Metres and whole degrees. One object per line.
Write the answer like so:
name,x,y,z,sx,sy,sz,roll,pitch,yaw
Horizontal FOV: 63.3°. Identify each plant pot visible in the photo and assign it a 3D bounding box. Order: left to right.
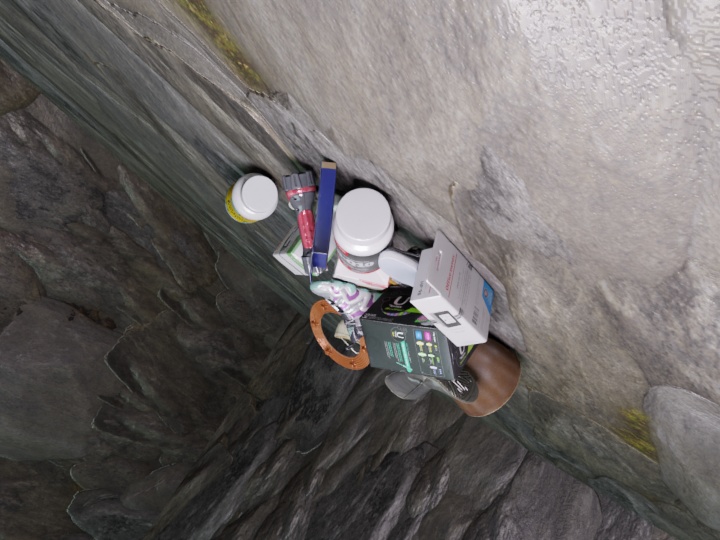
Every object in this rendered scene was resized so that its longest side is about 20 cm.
plant pot,0.241,0.211,1.377,0.200,0.188,0.187,40,167,-22

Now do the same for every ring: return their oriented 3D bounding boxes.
ring,-0.054,0.161,1.437,0.199,0.019,0.202,24,132,30

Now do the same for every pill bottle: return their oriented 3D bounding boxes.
pill bottle,-0.264,-0.176,1.427,0.113,0.113,0.200,38,168,-17
pill bottle,0.005,-0.071,1.090,0.113,0.114,0.200,32,168,9

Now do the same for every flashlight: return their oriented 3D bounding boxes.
flashlight,-0.104,-0.093,1.154,0.067,0.202,0.068,-6,-171,34

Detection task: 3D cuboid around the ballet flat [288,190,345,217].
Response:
ballet flat,-0.084,-0.132,1.216,0.199,0.070,0.069,21,163,48

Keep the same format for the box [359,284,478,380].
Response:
box,0.125,0.123,1.207,0.198,0.148,0.125,3,119,33

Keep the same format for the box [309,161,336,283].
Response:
box,-0.068,-0.082,1.070,0.032,0.202,0.121,7,169,-3

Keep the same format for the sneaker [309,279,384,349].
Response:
sneaker,-0.026,0.102,1.282,0.198,0.141,0.078,14,173,-17

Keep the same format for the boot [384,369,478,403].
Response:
boot,0.156,0.264,1.328,0.181,0.073,0.200,34,145,6

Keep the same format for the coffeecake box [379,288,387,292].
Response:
coffeecake box,0.053,0.077,1.450,0.073,0.154,0.200,35,169,-4

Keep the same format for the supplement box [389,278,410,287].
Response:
supplement box,0.151,0.055,1.306,0.199,0.069,0.067,35,166,14

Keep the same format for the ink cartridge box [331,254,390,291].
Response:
ink cartridge box,0.000,0.000,1.291,0.115,0.068,0.200,14,174,-3

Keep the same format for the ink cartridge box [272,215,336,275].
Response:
ink cartridge box,-0.114,-0.069,1.353,0.084,0.147,0.200,39,167,-17

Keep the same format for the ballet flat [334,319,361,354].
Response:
ballet flat,0.023,0.192,1.455,0.199,0.063,0.068,30,166,19

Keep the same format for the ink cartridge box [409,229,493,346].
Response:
ink cartridge box,0.157,0.034,1.047,0.066,0.117,0.200,-15,135,39

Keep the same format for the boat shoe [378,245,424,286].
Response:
boat shoe,0.111,-0.010,1.103,0.199,0.067,0.070,24,153,-36
